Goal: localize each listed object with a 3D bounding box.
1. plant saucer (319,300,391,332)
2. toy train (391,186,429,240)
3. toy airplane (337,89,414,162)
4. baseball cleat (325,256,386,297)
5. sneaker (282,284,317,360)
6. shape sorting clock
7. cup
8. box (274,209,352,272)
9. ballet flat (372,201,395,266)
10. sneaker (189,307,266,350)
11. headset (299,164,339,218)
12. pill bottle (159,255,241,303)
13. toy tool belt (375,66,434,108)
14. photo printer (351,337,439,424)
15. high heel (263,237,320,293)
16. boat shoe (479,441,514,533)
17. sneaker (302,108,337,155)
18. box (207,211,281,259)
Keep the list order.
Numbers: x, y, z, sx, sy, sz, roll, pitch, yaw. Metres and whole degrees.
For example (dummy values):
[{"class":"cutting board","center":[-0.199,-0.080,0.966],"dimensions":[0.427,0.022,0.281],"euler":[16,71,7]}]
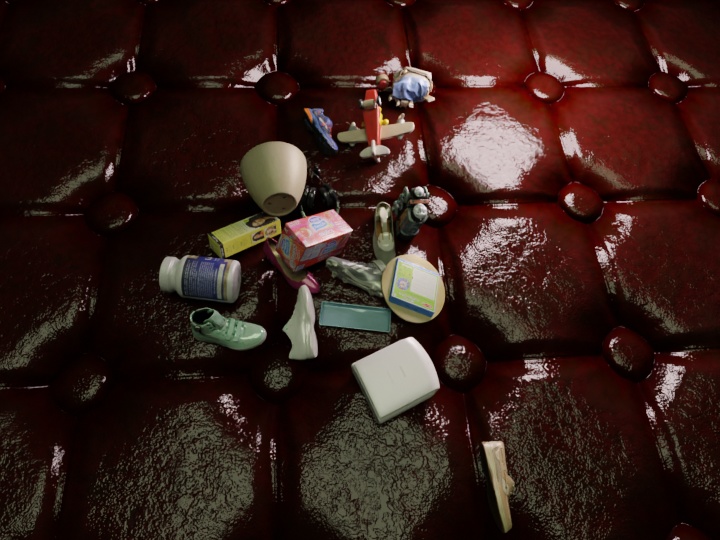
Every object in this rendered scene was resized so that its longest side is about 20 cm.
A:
[{"class":"plant saucer","center":[-0.014,0.130,1.437],"dimensions":[0.195,0.019,0.071],"euler":[6,63,-1]},{"class":"toy train","center":[0.148,-0.166,1.506],"dimensions":[0.083,0.200,0.117],"euler":[-3,76,-12]},{"class":"toy airplane","center":[0.049,-0.451,1.687],"dimensions":[0.199,0.141,0.200],"euler":[40,104,6]},{"class":"baseball cleat","center":[0.000,0.000,1.484],"dimensions":[0.198,0.070,0.107],"euler":[31,58,0]},{"class":"sneaker","center":[-0.167,0.138,1.393],"dimensions":[0.086,0.075,0.204],"euler":[-9,67,8]},{"class":"shape sorting clock","center":[0.149,0.051,1.465],"dimensions":[0.196,0.039,0.204],"euler":[10,61,-19]},{"class":"cup","center":[-0.241,-0.245,1.499],"dimensions":[0.196,0.202,0.146],"euler":[-10,58,-9]},{"class":"box","center":[-0.129,-0.087,1.448],"dimensions":[0.096,0.100,0.198],"euler":[47,40,17]},{"class":"ballet flat","center":[0.068,-0.112,1.540],"dimensions":[0.066,0.064,0.204],"euler":[-1,63,-5]},{"class":"sneaker","center":[-0.345,0.150,1.344],"dimensions":[0.195,0.119,0.075],"euler":[5,60,-3]},{"class":"headset","center":[-0.129,-0.223,1.591],"dimensions":[0.120,0.094,0.205],"euler":[-5,78,-7]},{"class":"pill bottle","center":[-0.430,0.021,1.403],"dimensions":[0.195,0.116,0.118],"euler":[6,62,-2]},{"class":"toy tool belt","center":[0.151,-0.620,1.774],"dimensions":[0.195,0.126,0.125],"euler":[0,54,-4]},{"class":"photo printer","center":[0.097,0.276,1.342],"dimensions":[0.197,0.070,0.168],"euler":[-22,67,-15]},{"class":"high heel","center":[-0.194,-0.011,1.449],"dimensions":[0.198,0.097,0.068],"euler":[32,65,12]},{"class":"boat shoe","center":[0.337,0.511,1.241],"dimensions":[0.063,0.072,0.204],"euler":[-3,62,-5]},{"class":"sneaker","center":[-0.119,-0.464,1.701],"dimensions":[0.077,0.076,0.202],"euler":[-22,68,-19]},{"class":"box","center":[-0.327,-0.105,1.479],"dimensions":[0.198,0.051,0.075],"euler":[-29,46,-31]}]
